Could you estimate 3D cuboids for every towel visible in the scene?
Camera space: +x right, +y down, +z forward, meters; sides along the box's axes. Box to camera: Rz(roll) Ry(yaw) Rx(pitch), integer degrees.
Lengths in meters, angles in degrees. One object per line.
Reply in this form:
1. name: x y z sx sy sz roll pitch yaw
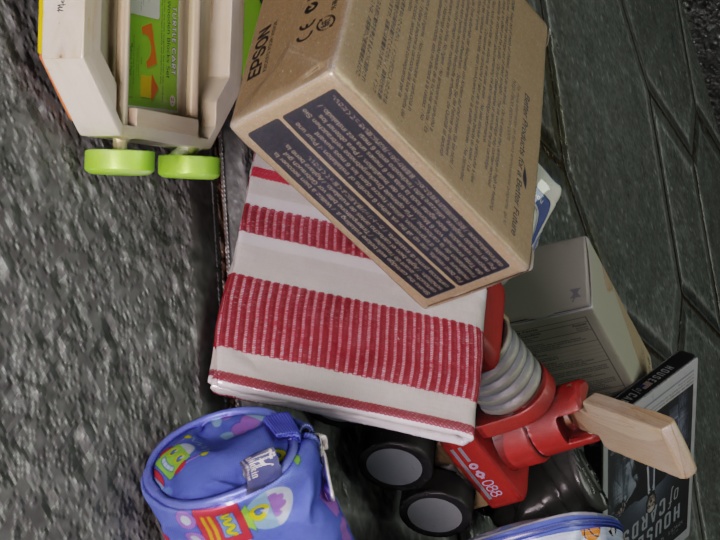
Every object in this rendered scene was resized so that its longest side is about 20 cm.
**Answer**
1. towel: 0.000 0.000 0.794 0.023 0.143 0.201 107 -7 -49

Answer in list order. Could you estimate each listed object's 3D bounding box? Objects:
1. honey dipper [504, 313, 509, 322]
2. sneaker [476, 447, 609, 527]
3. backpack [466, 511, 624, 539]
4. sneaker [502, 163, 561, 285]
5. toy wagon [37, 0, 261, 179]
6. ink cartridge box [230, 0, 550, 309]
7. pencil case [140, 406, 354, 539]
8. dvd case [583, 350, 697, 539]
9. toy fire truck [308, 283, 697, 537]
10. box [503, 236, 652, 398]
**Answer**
1. honey dipper: 0.098 0.089 1.108 0.200 0.038 0.038 -70 141 -56
2. sneaker: 0.120 0.144 1.087 0.076 0.091 0.200 56 4 -10
3. backpack: 0.123 0.230 0.885 0.200 0.190 0.155 17 62 -64
4. sneaker: 0.081 -0.012 0.951 0.075 0.088 0.200 51 -16 3
5. toy wagon: -0.092 -0.124 0.718 0.200 0.039 0.156 -3 96 -69
6. ink cartridge box: 0.024 -0.107 0.773 0.165 0.075 0.201 43 39 -32
7. pencil case: -0.030 0.155 0.691 0.078 0.087 0.201 -115 -178 -64
8. dvd case: 0.251 0.190 1.289 0.150 0.025 0.201 -29 125 -39
9. toy fire truck: 0.085 0.069 0.843 0.176 0.199 0.129 52 31 -32
10. box: 0.191 0.064 1.275 0.200 0.095 0.078 55 30 -46
